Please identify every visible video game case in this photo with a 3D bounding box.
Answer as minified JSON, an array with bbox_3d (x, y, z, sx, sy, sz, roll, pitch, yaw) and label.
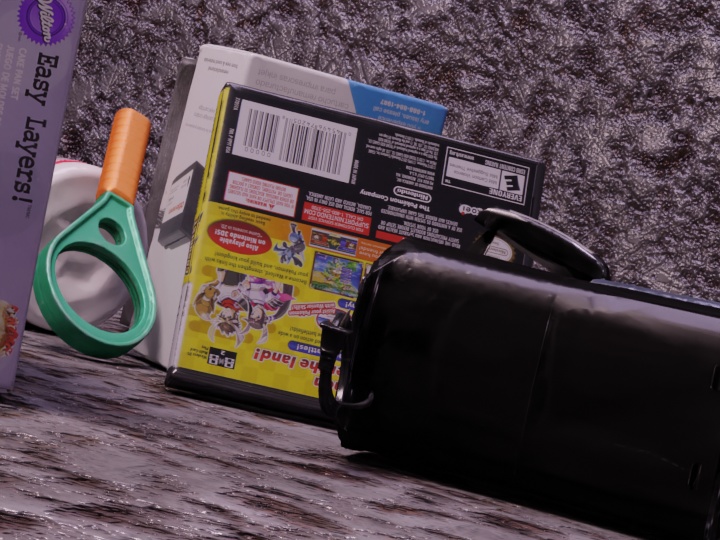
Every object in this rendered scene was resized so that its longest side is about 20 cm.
[{"bbox_3d":[0.000,0.000,1.248,0.199,0.181,0.026,13,-20,-12],"label":"video game case"}]

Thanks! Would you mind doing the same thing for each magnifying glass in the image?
[{"bbox_3d":[-0.154,-0.027,1.339,0.079,0.022,0.200,32,38,-24],"label":"magnifying glass"}]

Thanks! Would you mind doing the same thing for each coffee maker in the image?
[{"bbox_3d":[0.097,0.066,1.087,0.199,0.135,0.192,13,24,15],"label":"coffee maker"}]

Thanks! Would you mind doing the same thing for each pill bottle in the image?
[{"bbox_3d":[-0.239,-0.029,1.452,0.110,0.111,0.200,12,2,-40],"label":"pill bottle"}]

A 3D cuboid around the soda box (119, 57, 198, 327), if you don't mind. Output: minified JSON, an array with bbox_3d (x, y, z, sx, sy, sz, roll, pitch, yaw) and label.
[{"bbox_3d":[-0.108,-0.047,1.551,0.063,0.201,0.071,11,3,-42],"label":"soda box"}]

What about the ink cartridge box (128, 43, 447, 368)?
[{"bbox_3d":[-0.046,-0.026,1.362,0.145,0.201,0.084,13,4,-28],"label":"ink cartridge box"}]

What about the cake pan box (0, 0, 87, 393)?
[{"bbox_3d":[-0.181,-0.050,1.055,0.052,0.201,0.184,10,0,-16],"label":"cake pan box"}]
